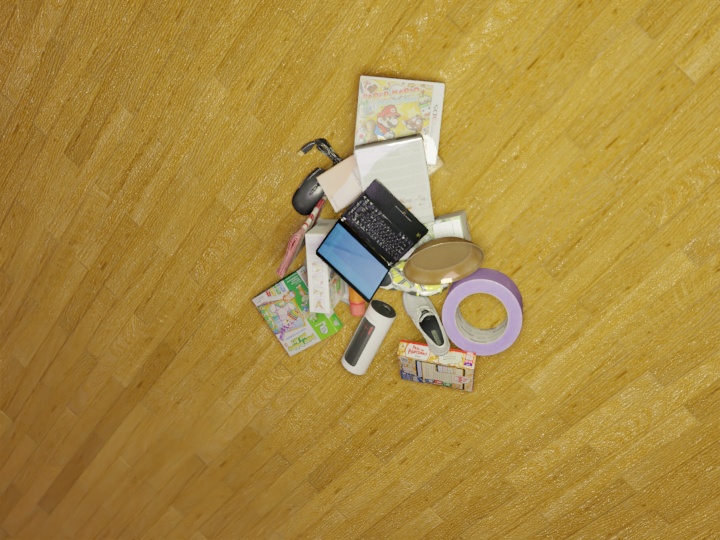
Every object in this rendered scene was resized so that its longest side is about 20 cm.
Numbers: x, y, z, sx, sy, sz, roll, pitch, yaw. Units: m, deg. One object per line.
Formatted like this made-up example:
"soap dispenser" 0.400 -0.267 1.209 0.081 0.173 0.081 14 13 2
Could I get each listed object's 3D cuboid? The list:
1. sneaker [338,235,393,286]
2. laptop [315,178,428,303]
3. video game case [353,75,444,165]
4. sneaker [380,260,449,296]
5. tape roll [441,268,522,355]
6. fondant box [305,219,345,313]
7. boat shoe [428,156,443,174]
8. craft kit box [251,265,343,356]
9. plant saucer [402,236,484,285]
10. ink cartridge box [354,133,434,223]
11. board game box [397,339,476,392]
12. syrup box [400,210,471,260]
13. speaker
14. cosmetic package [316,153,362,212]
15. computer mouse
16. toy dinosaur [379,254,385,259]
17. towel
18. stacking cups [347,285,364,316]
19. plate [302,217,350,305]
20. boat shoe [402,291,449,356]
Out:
"sneaker" 0.000 0.000 1.479 0.199 0.081 0.078 36 140 -30
"laptop" 0.028 -0.067 1.393 0.177 0.104 0.200 42 112 -12
"video game case" 0.088 -0.345 1.406 0.195 0.023 0.186 6 99 3
"sneaker" 0.129 0.014 1.553 0.196 0.076 0.078 7 111 13
"tape roll" 0.307 0.103 1.525 0.196 0.085 0.204 6 111 15
"fondant box" -0.086 -0.013 1.534 0.057 0.144 0.204 2 108 15
"boat shoe" 0.126 -0.202 1.478 0.069 0.074 0.201 40 114 6
"craft kit box" -0.176 0.116 1.680 0.198 0.049 0.199 -30 101 34
"plant saucer" 0.194 -0.027 1.438 0.197 0.200 0.036 -21 58 22
"ink cartridge box" 0.082 -0.203 1.411 0.157 0.047 0.204 -8 115 9
"board game box" 0.200 0.251 1.586 0.196 0.047 0.153 9 148 13
"syrup box" 0.166 -0.085 1.502 0.196 0.081 0.080 -11 101 21
"speaker" 0.022 0.180 1.641 0.080 0.081 0.202 29 115 5
"cosmetic package" 0.002 -0.237 1.485 0.198 0.071 0.106 -31 98 13
"computer mouse" -0.127 -0.238 1.556 0.199 0.046 0.141 -38 96 24
"toy dinosaur" 0.072 -0.122 1.469 0.100 0.058 0.203 28 103 4
"towel" -0.144 -0.089 1.512 0.022 0.201 0.145 29 130 -1
"stacking cups" -0.013 0.021 1.570 0.059 0.061 0.204 4 109 15
"plate" -0.058 -0.013 1.623 0.196 0.032 0.203 24 113 8
"boat shoe" 0.167 0.118 1.537 0.073 0.066 0.201 -30 63 -6
